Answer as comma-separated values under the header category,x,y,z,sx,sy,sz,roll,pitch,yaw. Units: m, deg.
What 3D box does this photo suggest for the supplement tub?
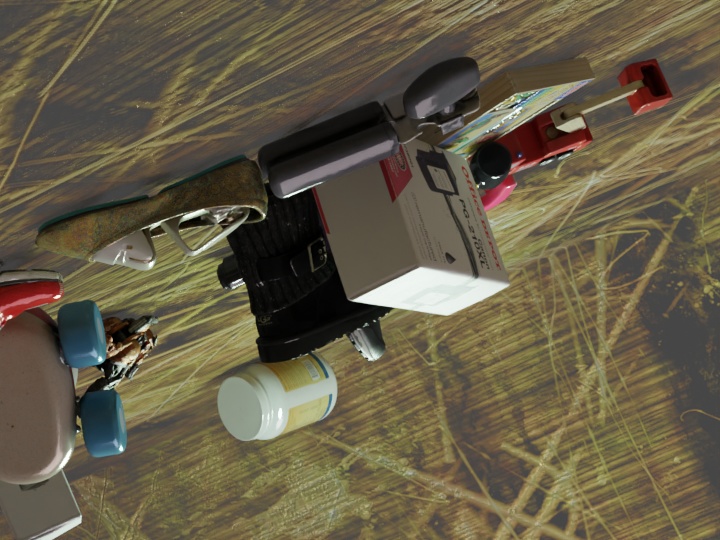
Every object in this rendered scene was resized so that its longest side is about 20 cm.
category,x,y,z,sx,sy,sz,roll,pitch,yaw
supplement tub,-0.157,0.235,3.008,0.199,0.146,0.144,-15,169,-46

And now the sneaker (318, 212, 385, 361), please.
category,x,y,z,sx,sy,sz,roll,pitch,yaw
sneaker,0.000,0.000,1.646,0.087,0.201,0.076,-27,-153,-5

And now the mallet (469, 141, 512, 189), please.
category,x,y,z,sx,sy,sz,roll,pitch,yaw
mallet,0.084,-0.049,1.655,0.200,0.041,0.066,-50,177,-2

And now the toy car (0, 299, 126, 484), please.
category,x,y,z,sx,sy,sz,roll,pitch,yaw
toy car,-0.325,0.088,1.537,0.183,0.178,0.200,-11,-158,-2

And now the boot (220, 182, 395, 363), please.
category,x,y,z,sx,sy,sz,roll,pitch,yaw
boot,-0.042,-0.016,1.522,0.079,0.159,0.211,-10,-171,35

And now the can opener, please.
category,x,y,z,sx,sy,sz,roll,pitch,yaw
can opener,0.008,-0.128,1.343,0.199,0.054,0.067,-22,141,-8

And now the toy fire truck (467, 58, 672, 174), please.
category,x,y,z,sx,sy,sz,roll,pitch,yaw
toy fire truck,0.225,-0.161,1.743,0.199,0.049,0.141,-20,172,-23

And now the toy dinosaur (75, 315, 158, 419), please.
category,x,y,z,sx,sy,sz,roll,pitch,yaw
toy dinosaur,-0.299,0.092,1.844,0.135,0.102,0.200,-39,153,6

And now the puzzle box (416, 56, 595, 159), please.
category,x,y,z,sx,sy,sz,roll,pitch,yaw
puzzle box,0.122,-0.150,1.586,0.133,0.026,0.200,-18,170,-45

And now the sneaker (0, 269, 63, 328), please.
category,x,y,z,sx,sy,sz,roll,pitch,yaw
sneaker,-0.341,0.059,1.369,0.199,0.085,0.077,-23,174,-5

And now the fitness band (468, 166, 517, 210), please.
category,x,y,z,sx,sy,sz,roll,pitch,yaw
fitness band,0.117,-0.089,1.987,0.143,0.038,0.200,-20,171,-8

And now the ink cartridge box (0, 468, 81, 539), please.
category,x,y,z,sx,sy,sz,roll,pitch,yaw
ink cartridge box,-0.403,0.222,1.886,0.084,0.201,0.146,-22,173,-14

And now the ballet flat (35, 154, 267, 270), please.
category,x,y,z,sx,sy,sz,roll,pitch,yaw
ballet flat,-0.165,-0.037,1.316,0.199,0.071,0.071,-21,172,-22

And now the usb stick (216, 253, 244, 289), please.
category,x,y,z,sx,sy,sz,roll,pitch,yaw
usb stick,-0.066,-0.034,1.764,0.199,0.033,0.056,-25,-156,7

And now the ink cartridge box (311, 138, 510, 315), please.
category,x,y,z,sx,sy,sz,roll,pitch,yaw
ink cartridge box,0.047,-0.044,1.508,0.084,0.146,0.200,-25,163,25
